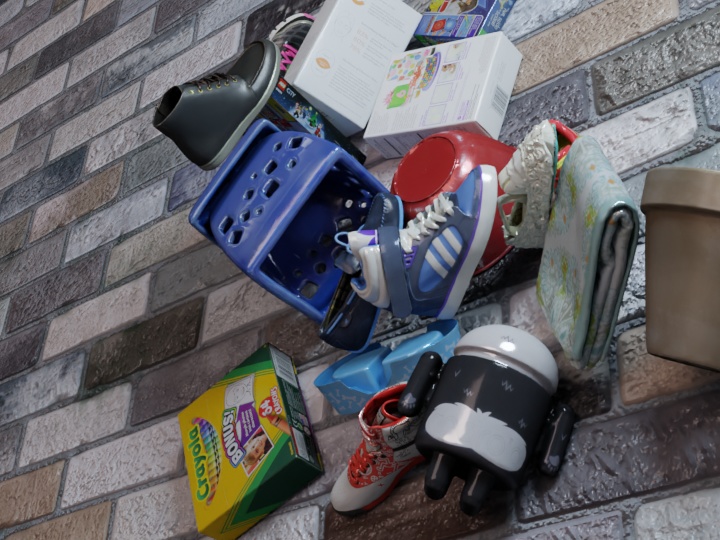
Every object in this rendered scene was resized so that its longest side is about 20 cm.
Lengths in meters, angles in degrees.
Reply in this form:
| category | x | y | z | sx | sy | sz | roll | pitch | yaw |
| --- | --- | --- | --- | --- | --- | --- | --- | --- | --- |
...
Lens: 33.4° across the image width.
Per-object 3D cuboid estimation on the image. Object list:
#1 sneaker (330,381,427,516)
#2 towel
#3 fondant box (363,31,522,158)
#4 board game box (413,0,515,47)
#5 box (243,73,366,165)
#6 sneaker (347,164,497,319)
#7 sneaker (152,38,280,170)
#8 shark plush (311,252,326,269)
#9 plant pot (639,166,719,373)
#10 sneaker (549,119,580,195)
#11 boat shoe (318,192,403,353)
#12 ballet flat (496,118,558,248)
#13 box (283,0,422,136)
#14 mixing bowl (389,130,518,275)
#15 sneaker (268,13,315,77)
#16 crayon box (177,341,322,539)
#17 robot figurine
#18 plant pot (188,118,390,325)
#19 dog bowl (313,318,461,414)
| category | x | y | z | sx | sy | sz | roll | pitch | yaw |
| --- | --- | --- | --- | --- | --- | --- | --- | --- | --- |
| sneaker | 0.017 | 0.200 | 1.371 | 0.201 | 0.108 | 0.067 | -36 | 42 | 20 |
| towel | 0.234 | -0.020 | 1.265 | 0.171 | 0.048 | 0.201 | -103 | 19 | -59 |
| fondant box | 0.111 | -0.237 | 1.643 | 0.200 | 0.058 | 0.145 | -2 | 61 | 43 |
| board game box | 0.173 | -0.410 | 1.727 | 0.135 | 0.034 | 0.200 | 17 | 75 | 49 |
| box | -0.104 | -0.200 | 1.713 | 0.136 | 0.200 | 0.038 | 2 | 61 | 44 |
| sneaker | 0.063 | -0.041 | 1.376 | 0.081 | 0.146 | 0.201 | -98 | 23 | -64 |
| sneaker | -0.185 | -0.241 | 1.579 | 0.075 | 0.106 | 0.200 | 12 | 69 | 47 |
| shark plush | -0.111 | -0.037 | 1.738 | 0.200 | 0.091 | 0.084 | 21 | 97 | 29 |
| plant pot | 0.352 | 0.010 | 1.143 | 0.200 | 0.200 | 0.174 | 11 | 86 | 48 |
| sneaker | 0.246 | -0.099 | 1.387 | 0.077 | 0.085 | 0.200 | -38 | 41 | 19 |
| boat shoe | 0.000 | 0.000 | 1.459 | 0.084 | 0.068 | 0.201 | -173 | 97 | -72 |
| ballet flat | 0.187 | -0.086 | 1.352 | 0.071 | 0.200 | 0.072 | -3 | 54 | 4 |
| box | -0.018 | -0.314 | 1.754 | 0.200 | 0.124 | 0.097 | -63 | 17 | -13 |
| mixing bowl | 0.112 | -0.100 | 1.503 | 0.200 | 0.108 | 0.201 | -24 | 47 | 29 |
| sneaker | -0.129 | -0.319 | 1.929 | 0.200 | 0.074 | 0.088 | -49 | 39 | 12 |
| crayon box | -0.148 | 0.222 | 1.556 | 0.172 | 0.058 | 0.200 | -38 | 41 | 17 |
| robot figurine | 0.133 | 0.156 | 1.277 | 0.125 | 0.150 | 0.200 | -6 | 54 | 56 |
| plant pot | -0.093 | -0.072 | 1.583 | 0.180 | 0.200 | 0.200 | 31 | 85 | 38 |
| dog bowl | 0.038 | 0.118 | 1.423 | 0.200 | 0.050 | 0.111 | -22 | 9 | 33 |
